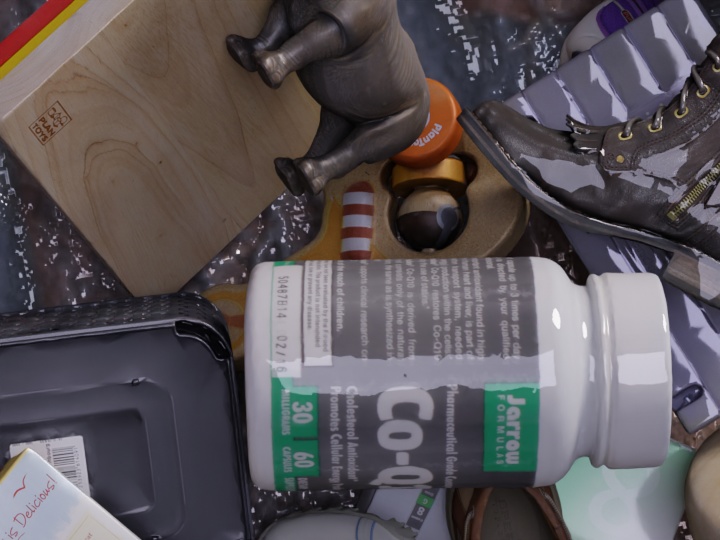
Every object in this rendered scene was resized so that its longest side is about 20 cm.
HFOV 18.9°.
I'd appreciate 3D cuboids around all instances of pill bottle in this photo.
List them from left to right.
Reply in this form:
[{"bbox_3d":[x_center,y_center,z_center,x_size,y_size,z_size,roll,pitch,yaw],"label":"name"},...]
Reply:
[{"bbox_3d":[0.046,0.050,1.053,0.200,0.113,0.113,-1,85,1],"label":"pill bottle"}]

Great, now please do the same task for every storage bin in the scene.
[{"bbox_3d":[-0.158,0.092,1.087,0.200,0.094,0.135,-7,98,-3],"label":"storage bin"}]

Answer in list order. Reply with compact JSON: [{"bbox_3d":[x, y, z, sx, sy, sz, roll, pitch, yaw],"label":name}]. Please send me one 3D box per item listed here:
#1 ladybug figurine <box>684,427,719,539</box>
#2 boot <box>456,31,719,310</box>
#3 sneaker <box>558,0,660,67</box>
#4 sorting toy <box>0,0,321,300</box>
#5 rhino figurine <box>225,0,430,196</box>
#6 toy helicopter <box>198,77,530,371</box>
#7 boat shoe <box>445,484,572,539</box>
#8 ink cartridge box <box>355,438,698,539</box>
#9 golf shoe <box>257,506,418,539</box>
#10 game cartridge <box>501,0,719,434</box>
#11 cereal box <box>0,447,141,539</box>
[{"bbox_3d":[0.254,0.127,1.151,0.200,0.136,0.072,-14,129,-32],"label":"ladybug figurine"},{"bbox_3d":[0.168,-0.087,1.078,0.200,0.069,0.174,29,98,-2],"label":"boot"},{"bbox_3d":[0.202,-0.076,1.185,0.083,0.081,0.200,-44,92,-15],"label":"sneaker"},{"bbox_3d":[-0.089,-0.108,1.093,0.199,0.200,0.070,-44,59,-7],"label":"sorting toy"},{"bbox_3d":[-0.018,-0.120,1.042,0.087,0.200,0.060,-34,49,-13],"label":"rhino figurine"},{"bbox_3d":[0.000,0.000,1.145,0.200,0.079,0.132,-31,71,6],"label":"toy helicopter"},{"bbox_3d":[0.089,0.189,1.105,0.076,0.072,0.200,-20,92,-1],"label":"boat shoe"},{"bbox_3d":[0.072,0.158,1.159,0.161,0.050,0.200,23,80,-6],"label":"ink cartridge box"},{"bbox_3d":[0.007,0.177,1.066,0.097,0.200,0.078,-5,113,-50],"label":"golf shoe"},{"bbox_3d":[0.173,-0.032,1.128,0.130,0.038,0.200,-31,84,3],"label":"game cartridge"},{"bbox_3d":[-0.127,0.200,1.011,0.200,0.040,0.144,42,65,-8],"label":"cereal box"}]
